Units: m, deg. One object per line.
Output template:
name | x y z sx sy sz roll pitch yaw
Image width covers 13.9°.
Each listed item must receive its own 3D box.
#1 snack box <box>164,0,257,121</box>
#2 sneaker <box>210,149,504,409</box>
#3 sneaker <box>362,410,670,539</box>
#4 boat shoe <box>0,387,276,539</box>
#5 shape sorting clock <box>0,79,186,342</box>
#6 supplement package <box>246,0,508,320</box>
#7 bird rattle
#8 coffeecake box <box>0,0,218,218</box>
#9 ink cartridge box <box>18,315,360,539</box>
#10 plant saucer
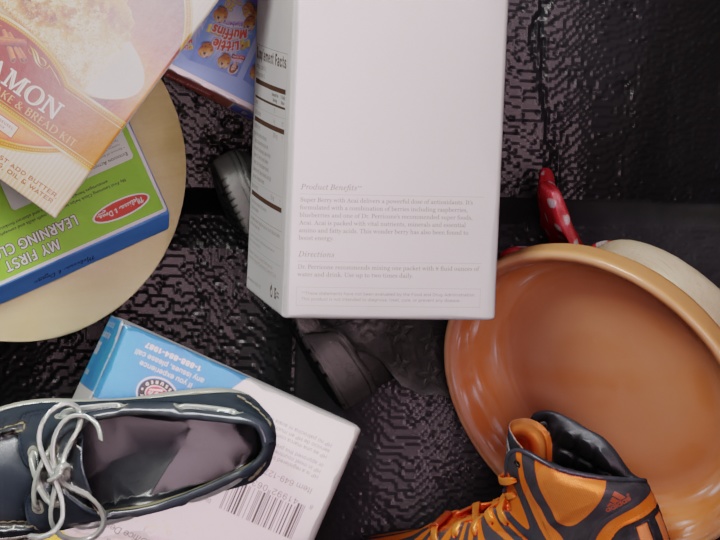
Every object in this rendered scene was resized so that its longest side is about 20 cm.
snack box | -0.019 -0.106 1.719 0.199 0.024 0.072 26 79 -11
sneaker | 0.001 0.000 1.717 0.104 0.060 0.200 -30 102 -7
sneaker | 0.080 0.135 1.685 0.199 0.078 0.112 -4 114 23
boat shoe | -0.142 0.103 1.545 0.199 0.062 0.075 -5 92 -5
shape sorting clock | -0.197 -0.059 1.685 0.199 0.039 0.201 2 83 -16
supplement package | 0.008 -0.080 1.615 0.121 0.120 0.201 1 97 -12
bird rattle | 0.170 0.027 1.704 0.113 0.163 0.200 -38 108 -25
coffeecake box | -0.166 -0.157 1.601 0.153 0.073 0.200 35 106 -10
ink cartridge box | -0.113 0.146 1.654 0.147 0.145 0.201 25 87 -8
plant saucer | 0.140 0.068 1.663 0.200 0.200 0.037 54 47 -8
